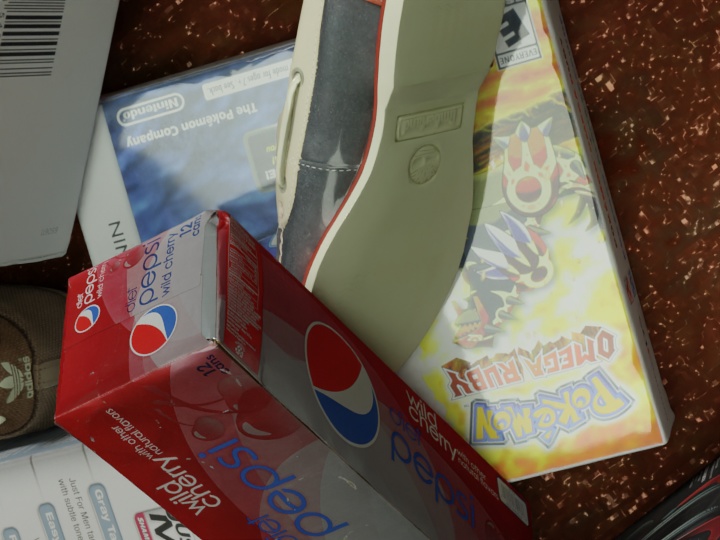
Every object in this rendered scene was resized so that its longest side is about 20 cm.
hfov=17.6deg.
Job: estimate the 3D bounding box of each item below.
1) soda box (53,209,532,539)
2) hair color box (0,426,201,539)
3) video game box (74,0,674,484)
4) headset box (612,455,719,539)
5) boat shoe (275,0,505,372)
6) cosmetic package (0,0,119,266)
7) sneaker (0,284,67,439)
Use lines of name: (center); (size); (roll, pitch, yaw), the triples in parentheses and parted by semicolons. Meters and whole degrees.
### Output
soda box: (-0.017, 0.067, 0.808); (0.070, 0.064, 0.200); (-24, 132, 24)
hair color box: (-0.119, 0.113, 0.891); (0.199, 0.061, 0.100); (-15, 97, 32)
video game box: (0.000, 0.000, 0.886); (0.199, 0.047, 0.183); (-15, 99, 13)
headset box: (0.153, 0.104, 0.820); (0.200, 0.149, 0.075); (-41, 90, 15)
boat shoe: (0.000, -0.046, 0.822); (0.062, 0.071, 0.201); (34, 123, 39)
cosmetic package: (-0.197, -0.122, 0.844); (0.199, 0.123, 0.201); (19, 103, 21)
sneaker: (-0.194, 0.034, 0.898); (0.199, 0.075, 0.071); (-6, 94, 25)
